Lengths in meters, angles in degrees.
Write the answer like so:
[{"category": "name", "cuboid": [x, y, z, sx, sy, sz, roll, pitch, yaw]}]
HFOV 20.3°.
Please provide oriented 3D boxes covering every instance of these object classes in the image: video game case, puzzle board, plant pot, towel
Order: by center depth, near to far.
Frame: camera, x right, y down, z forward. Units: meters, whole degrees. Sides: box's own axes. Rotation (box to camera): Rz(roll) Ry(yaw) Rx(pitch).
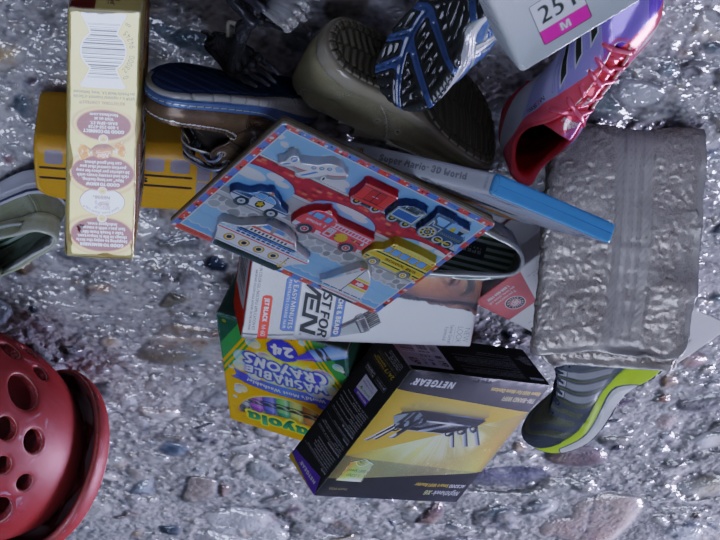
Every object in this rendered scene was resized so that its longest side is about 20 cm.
[{"category": "puzzle board", "cuboid": [-0.021, -0.034, 1.524, 0.200, 0.017, 0.151, 24, 136, -29]}, {"category": "video game case", "cuboid": [0.079, -0.064, 1.554, 0.143, 0.018, 0.200, 19, 178, -43]}, {"category": "towel", "cuboid": [0.208, -0.018, 1.626, 0.132, 0.201, 0.034, 3, -172, -5]}, {"category": "plant pot", "cuboid": [-0.344, 0.154, 1.828, 0.200, 0.201, 0.182, -31, 141, 34]}]

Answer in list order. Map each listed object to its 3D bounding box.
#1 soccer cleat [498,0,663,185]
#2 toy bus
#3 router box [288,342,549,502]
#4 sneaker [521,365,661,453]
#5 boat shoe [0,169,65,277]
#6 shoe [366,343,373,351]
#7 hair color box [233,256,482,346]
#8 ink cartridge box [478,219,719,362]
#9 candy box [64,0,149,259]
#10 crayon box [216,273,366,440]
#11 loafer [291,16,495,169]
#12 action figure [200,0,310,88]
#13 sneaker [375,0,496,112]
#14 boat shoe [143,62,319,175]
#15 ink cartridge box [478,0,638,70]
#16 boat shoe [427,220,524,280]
[{"category": "soccer cleat", "cuboid": [0.169, -0.145, 1.524, 0.066, 0.077, 0.200, 18, 139, -22]}, {"category": "toy bus", "cuboid": [-0.157, -0.093, 1.604, 0.199, 0.065, 0.078, 4, 141, -3]}, {"category": "router box", "cuboid": [0.055, 0.136, 1.817, 0.200, 0.052, 0.157, 9, 126, -46]}, {"category": "sneaker", "cuboid": [0.190, 0.083, 1.726, 0.081, 0.074, 0.200, 24, 130, -16]}, {"category": "boat shoe", "cuboid": [-0.325, -0.020, 1.702, 0.072, 0.062, 0.200, 31, 134, -34]}, {"category": "shoe", "cuboid": [0.023, 0.062, 1.824, 0.070, 0.053, 0.200, 24, 147, 27]}, {"category": "hair color box", "cuboid": [0.000, 0.000, 1.683, 0.199, 0.064, 0.111, 2, 120, -13]}, {"category": "ink cartridge box", "cuboid": [0.210, 0.014, 1.739, 0.200, 0.068, 0.116, 26, 136, -28]}, {"category": "candy box", "cuboid": [-0.185, -0.123, 1.472, 0.055, 0.116, 0.201, 4, 120, -4]}, {"category": "crayon box", "cuboid": [-0.058, 0.097, 1.831, 0.125, 0.052, 0.200, 16, 145, 14]}, {"category": "loafer", "cuboid": [0.026, -0.131, 1.549, 0.068, 0.076, 0.200, -20, 142, 40]}, {"category": "action figure", "cuboid": [-0.070, -0.221, 1.401, 0.102, 0.119, 0.200, 18, 153, 9]}, {"category": "sneaker", "cuboid": [0.082, -0.207, 1.459, 0.076, 0.077, 0.200, 42, 119, 5]}, {"category": "boat shoe", "cuboid": [-0.096, -0.108, 1.498, 0.200, 0.072, 0.073, -1, 116, -57]}, {"category": "ink cartridge box", "cuboid": [0.159, -0.252, 1.354, 0.200, 0.044, 0.174, -31, 139, 1]}, {"category": "boat shoe", "cuboid": [0.037, -0.032, 1.602, 0.199, 0.074, 0.067, 6, -174, -14]}]
